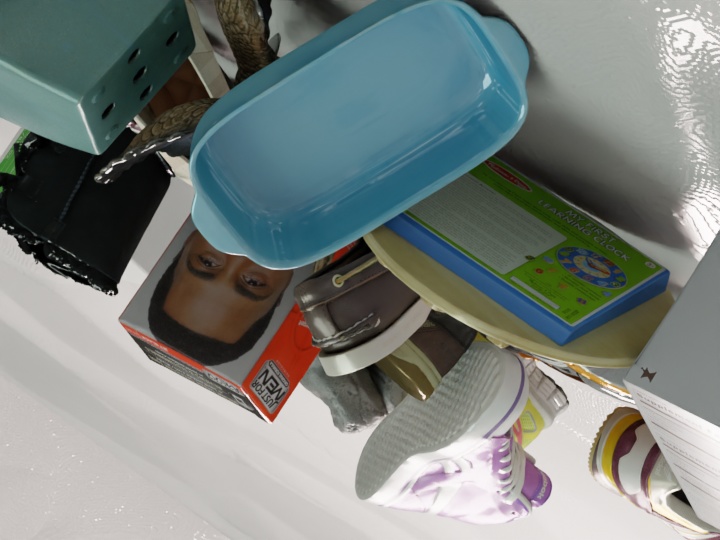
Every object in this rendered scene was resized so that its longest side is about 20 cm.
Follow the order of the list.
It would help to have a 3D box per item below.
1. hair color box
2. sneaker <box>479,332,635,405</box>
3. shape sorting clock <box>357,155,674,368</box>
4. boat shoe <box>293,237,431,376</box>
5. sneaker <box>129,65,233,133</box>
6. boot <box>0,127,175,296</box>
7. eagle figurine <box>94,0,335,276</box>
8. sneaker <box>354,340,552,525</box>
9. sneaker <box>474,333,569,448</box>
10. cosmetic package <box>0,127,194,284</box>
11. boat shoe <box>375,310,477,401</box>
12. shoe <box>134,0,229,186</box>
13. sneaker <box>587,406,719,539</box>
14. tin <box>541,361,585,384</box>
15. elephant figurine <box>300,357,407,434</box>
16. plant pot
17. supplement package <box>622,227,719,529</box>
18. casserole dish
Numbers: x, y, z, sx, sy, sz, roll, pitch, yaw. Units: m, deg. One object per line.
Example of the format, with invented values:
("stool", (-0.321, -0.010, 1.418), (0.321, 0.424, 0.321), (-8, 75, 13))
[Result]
("hair color box", (-0.047, -0.019, 1.652), (0.101, 0.200, 0.061), (25, 164, 27))
("sneaker", (0.120, 0.026, 1.669), (0.200, 0.078, 0.077), (37, 151, 30))
("shape sorting clock", (0.087, -0.005, 1.529), (0.199, 0.039, 0.200), (17, -150, -10))
("boat shoe", (0.027, -0.013, 1.588), (0.072, 0.200, 0.060), (-16, 109, 42))
("sneaker", (-0.163, -0.159, 1.705), (0.200, 0.076, 0.116), (34, 163, 1))
("boot", (-0.139, -0.057, 1.810), (0.198, 0.163, 0.073), (29, 167, 18))
("eagle figurine", (-0.060, -0.103, 1.532), (0.151, 0.152, 0.200), (-28, 146, 31))
("sneaker", (0.086, 0.109, 1.738), (0.114, 0.073, 0.200), (19, 153, -16))
("sneaker", (0.070, 0.079, 1.806), (0.078, 0.090, 0.200), (32, 170, 41))
("cosmetic package", (-0.194, -0.061, 2.043), (0.085, 0.108, 0.200), (42, 162, -31))
("boat shoe", (0.000, 0.000, 1.705), (0.201, 0.066, 0.072), (47, 170, 34))
("shoe", (-0.119, -0.123, 1.671), (0.200, 0.070, 0.053), (58, -178, -33))
("sneaker", (0.239, 0.152, 1.792), (0.200, 0.075, 0.090), (21, -177, -43))
("tin", (0.162, 0.046, 1.749), (0.200, 0.042, 0.112), (22, 158, 41))
("elephant figurine", (-0.012, 0.038, 1.957), (0.200, 0.141, 0.156), (-139, 26, -73))
("plant pot", (-0.199, -0.171, 1.544), (0.200, 0.141, 0.141), (38, 168, 14))
("supplement package", (0.241, 0.081, 1.526), (0.109, 0.114, 0.200), (27, 166, 30))
("casserole dish", (-0.004, -0.080, 1.442), (0.121, 0.199, 0.039), (52, -171, -42))
